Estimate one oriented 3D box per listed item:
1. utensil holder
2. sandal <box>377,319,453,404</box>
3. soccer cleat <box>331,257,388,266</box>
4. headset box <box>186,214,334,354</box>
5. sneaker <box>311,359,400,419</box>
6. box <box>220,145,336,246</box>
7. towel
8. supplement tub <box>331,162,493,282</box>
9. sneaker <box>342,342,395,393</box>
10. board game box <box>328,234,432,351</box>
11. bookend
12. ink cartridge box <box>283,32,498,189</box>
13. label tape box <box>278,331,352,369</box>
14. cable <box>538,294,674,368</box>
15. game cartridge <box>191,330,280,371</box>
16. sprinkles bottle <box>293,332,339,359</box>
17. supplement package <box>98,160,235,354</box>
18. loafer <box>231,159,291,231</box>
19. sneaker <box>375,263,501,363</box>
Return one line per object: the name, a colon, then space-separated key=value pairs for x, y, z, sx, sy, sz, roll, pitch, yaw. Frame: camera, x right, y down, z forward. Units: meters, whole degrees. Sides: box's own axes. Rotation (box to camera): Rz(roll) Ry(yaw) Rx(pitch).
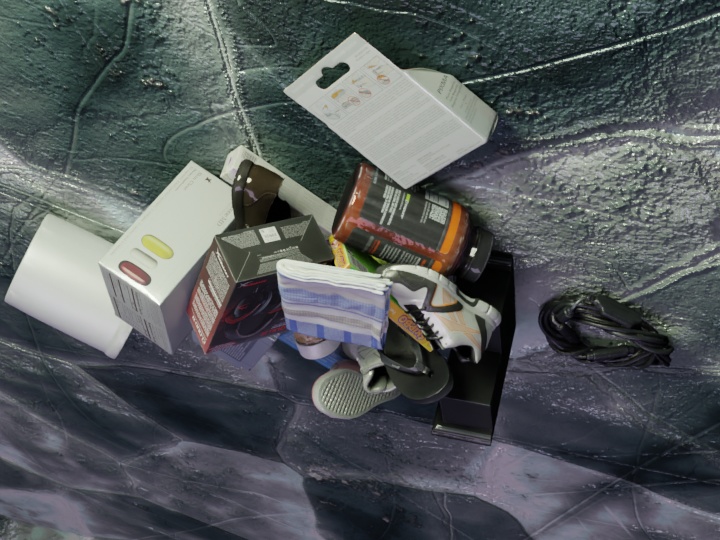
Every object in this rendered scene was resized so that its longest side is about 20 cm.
utensil holder: x=-0.450 y=0.022 z=1.745 sx=0.198 sy=0.172 sz=0.170 roll=28 pitch=150 yaw=-13
sandal: x=0.054 y=0.109 z=1.482 sx=0.200 sy=0.076 sz=0.043 roll=48 pitch=-177 yaw=41
soccer cleat: x=0.000 y=0.001 z=1.507 sx=0.196 sy=0.066 sz=0.084 roll=-6 pitch=143 yaw=-4
headset box: x=-0.138 y=0.025 z=1.426 sx=0.147 sy=0.076 sz=0.201 roll=-14 pitch=153 yaw=-31
sneaker: x=-0.028 y=0.184 z=1.676 sx=0.103 sy=0.077 sz=0.198 roll=-2 pitch=-177 yaw=40
box: x=-0.099 y=-0.097 z=1.469 sx=0.198 sy=0.042 sz=0.038 roll=33 pitch=147 yaw=-26
towel: x=-0.033 y=0.047 z=1.368 sx=0.144 sy=0.024 sz=0.201 roll=10 pitch=154 yaw=4
supplement tub: x=0.069 y=-0.053 z=1.381 sx=0.197 sy=0.108 sz=0.107 roll=23 pitch=151 yaw=-8
sneaker: x=0.022 y=0.131 z=1.576 sx=0.078 sy=0.100 sz=0.199 roll=45 pitch=158 yaw=-23
board game box: x=0.038 y=0.031 z=1.431 sx=0.199 sy=0.096 sz=0.030 roll=38 pitch=108 yaw=-27
bookend: x=0.156 y=0.109 z=1.514 sx=0.090 sy=0.203 sz=0.200 roll=8 pitch=151 yaw=15
ink cartridge box: x=0.034 y=-0.191 z=1.237 sx=0.199 sy=0.058 sz=0.162 roll=39 pitch=146 yaw=-19
label tape box: x=-0.021 y=0.090 z=1.722 sx=0.143 sy=0.064 sz=0.199 roll=32 pitch=146 yaw=-24
cable: x=0.354 y=0.102 z=1.545 sx=0.197 sy=0.052 sz=0.163 roll=24 pitch=151 yaw=-12
game cartridge: x=-0.210 y=0.097 z=1.775 sx=0.132 sy=0.041 sz=0.200 roll=29 pitch=151 yaw=-9
sprinkles bottle: x=-0.090 y=0.032 z=1.587 sx=0.067 sy=0.068 sz=0.203 roll=-1 pitch=123 yaw=31
supplement package: x=-0.249 y=-0.017 z=1.501 sx=0.110 sy=0.201 sz=0.157 roll=31 pitch=154 yaw=14
loafer: x=-0.128 y=-0.061 z=1.426 sx=0.070 sy=0.074 sz=0.201 roll=13 pitch=149 yaw=8
sneaker: x=0.096 y=0.054 z=1.366 sx=0.198 sy=0.081 sz=0.073 roll=29 pitch=164 yaw=-27
